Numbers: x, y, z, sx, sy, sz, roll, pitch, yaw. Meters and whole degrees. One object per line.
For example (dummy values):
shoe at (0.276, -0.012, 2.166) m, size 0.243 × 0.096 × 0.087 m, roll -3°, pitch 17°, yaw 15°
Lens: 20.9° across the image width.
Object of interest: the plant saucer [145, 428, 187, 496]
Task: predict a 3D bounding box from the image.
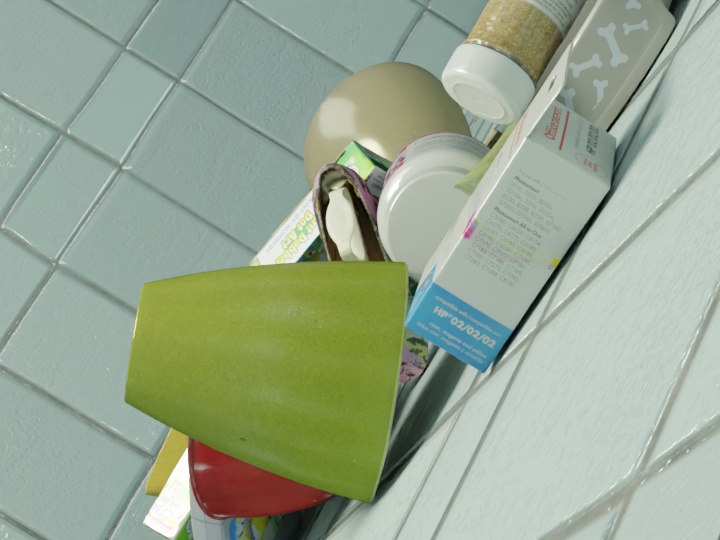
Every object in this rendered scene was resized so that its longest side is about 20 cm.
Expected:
plant saucer at (-0.106, 0.149, 1.929) m, size 0.200 × 0.048 × 0.201 m, roll 22°, pitch -87°, yaw -62°

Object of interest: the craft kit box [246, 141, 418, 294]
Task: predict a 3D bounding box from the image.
craft kit box at (-0.009, -0.009, 1.828) m, size 0.198 × 0.049 × 0.200 m, roll -47°, pitch -33°, yaw 13°

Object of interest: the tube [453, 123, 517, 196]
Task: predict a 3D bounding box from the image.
tube at (0.121, -0.074, 1.522) m, size 0.058 × 0.052 × 0.200 m, roll -18°, pitch 12°, yaw 15°

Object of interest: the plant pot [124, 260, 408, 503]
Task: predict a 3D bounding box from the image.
plant pot at (-0.077, 0.072, 1.500) m, size 0.187 × 0.199 × 0.188 m, roll -172°, pitch 90°, yaw -86°

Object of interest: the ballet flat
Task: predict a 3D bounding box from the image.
ballet flat at (0.000, 0.000, 1.664) m, size 0.069 × 0.201 × 0.071 m, roll -22°, pitch -14°, yaw 12°

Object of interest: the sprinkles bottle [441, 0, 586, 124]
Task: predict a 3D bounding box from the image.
sprinkles bottle at (0.137, -0.208, 1.473) m, size 0.201 × 0.068 × 0.068 m, roll -59°, pitch 3°, yaw -16°

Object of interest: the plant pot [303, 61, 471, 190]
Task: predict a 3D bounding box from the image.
plant pot at (0.052, -0.121, 2.223) m, size 0.201 × 0.200 × 0.134 m, roll -58°, pitch 38°, yaw 9°

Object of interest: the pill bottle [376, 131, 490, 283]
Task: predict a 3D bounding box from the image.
pill bottle at (0.071, -0.050, 1.629) m, size 0.114 × 0.113 × 0.200 m, roll -58°, pitch 3°, yaw 10°

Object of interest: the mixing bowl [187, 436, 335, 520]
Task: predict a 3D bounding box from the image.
mixing bowl at (-0.055, 0.126, 1.667) m, size 0.200 × 0.108 × 0.201 m, roll 10°, pitch -90°, yaw -68°

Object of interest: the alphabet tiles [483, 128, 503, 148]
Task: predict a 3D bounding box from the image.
alphabet tiles at (0.092, -0.069, 2.111) m, size 0.200 × 0.008 × 0.167 m, roll -54°, pitch -7°, yaw 6°

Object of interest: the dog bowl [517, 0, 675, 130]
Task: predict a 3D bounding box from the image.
dog bowl at (0.189, -0.177, 1.506) m, size 0.201 × 0.059 × 0.200 m, roll -58°, pitch 4°, yaw 6°

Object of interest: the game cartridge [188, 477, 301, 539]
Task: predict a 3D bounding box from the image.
game cartridge at (-0.105, 0.221, 1.779) m, size 0.134 × 0.040 × 0.201 m, roll -57°, pitch -30°, yaw -36°

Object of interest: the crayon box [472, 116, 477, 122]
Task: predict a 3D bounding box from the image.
crayon box at (0.193, -0.238, 2.078) m, size 0.126 × 0.051 × 0.200 m, roll -56°, pitch 3°, yaw 41°

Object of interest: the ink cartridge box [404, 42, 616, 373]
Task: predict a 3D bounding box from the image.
ink cartridge box at (0.113, -0.044, 1.317) m, size 0.200 × 0.068 × 0.115 m, roll -58°, pitch 3°, yaw 23°

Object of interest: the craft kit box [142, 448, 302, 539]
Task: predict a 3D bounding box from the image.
craft kit box at (-0.105, 0.195, 1.871) m, size 0.201 × 0.048 × 0.198 m, roll -59°, pitch -26°, yaw -13°
